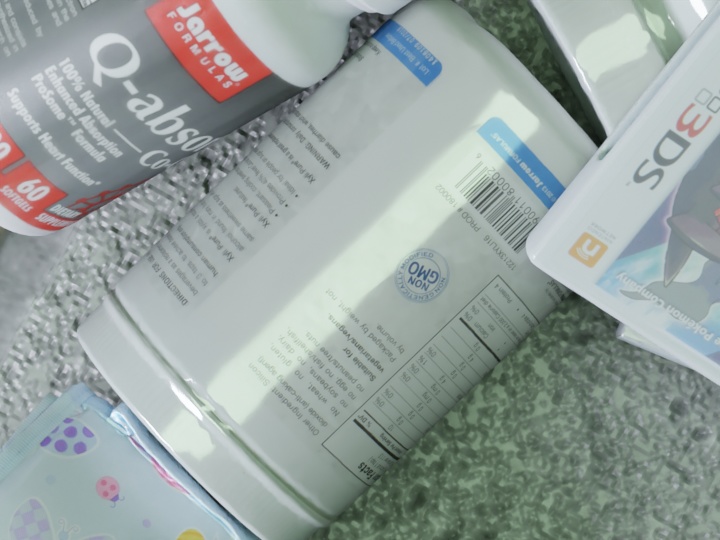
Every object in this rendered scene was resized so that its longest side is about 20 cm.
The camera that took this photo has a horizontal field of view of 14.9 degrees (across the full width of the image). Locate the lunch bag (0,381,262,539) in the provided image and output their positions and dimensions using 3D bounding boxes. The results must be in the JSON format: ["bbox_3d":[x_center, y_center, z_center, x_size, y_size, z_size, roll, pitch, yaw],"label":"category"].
[{"bbox_3d":[-0.120,0.166,1.094,0.170,0.127,0.200,46,102,2],"label":"lunch bag"}]

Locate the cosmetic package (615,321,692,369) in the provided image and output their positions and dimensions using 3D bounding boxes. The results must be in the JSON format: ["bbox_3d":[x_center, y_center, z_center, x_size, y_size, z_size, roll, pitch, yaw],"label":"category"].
[{"bbox_3d":[0.210,-0.038,1.135,0.151,0.052,0.200,22,89,1],"label":"cosmetic package"}]

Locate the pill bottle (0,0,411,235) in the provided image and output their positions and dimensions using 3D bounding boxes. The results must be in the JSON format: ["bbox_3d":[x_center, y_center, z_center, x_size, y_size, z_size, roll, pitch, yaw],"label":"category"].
[{"bbox_3d":[-0.077,-0.106,1.091,0.200,0.116,0.116,-29,88,19],"label":"pill bottle"}]

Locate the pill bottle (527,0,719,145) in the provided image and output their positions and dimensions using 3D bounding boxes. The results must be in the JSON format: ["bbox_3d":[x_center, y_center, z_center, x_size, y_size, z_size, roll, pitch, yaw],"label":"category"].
[{"bbox_3d":[0.168,-0.124,1.061,0.200,0.110,0.110,-28,88,2],"label":"pill bottle"}]

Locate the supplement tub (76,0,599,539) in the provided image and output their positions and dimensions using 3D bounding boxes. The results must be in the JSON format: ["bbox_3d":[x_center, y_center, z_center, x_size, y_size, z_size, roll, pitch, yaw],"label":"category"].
[{"bbox_3d":[0.000,0.000,1.103,0.200,0.132,0.132,-43,87,1],"label":"supplement tub"}]

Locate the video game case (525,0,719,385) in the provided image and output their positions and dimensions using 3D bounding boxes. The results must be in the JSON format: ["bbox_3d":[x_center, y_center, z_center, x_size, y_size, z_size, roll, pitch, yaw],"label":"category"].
[{"bbox_3d":[0.194,-0.022,1.030,0.200,0.023,0.182,32,112,-14],"label":"video game case"}]
